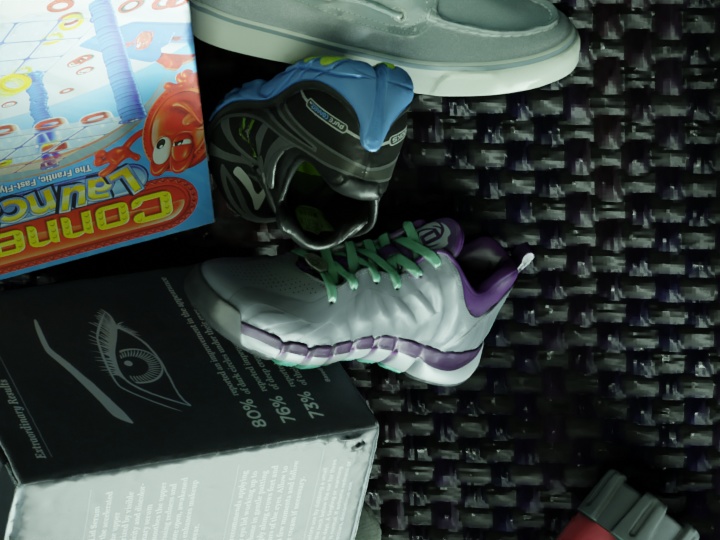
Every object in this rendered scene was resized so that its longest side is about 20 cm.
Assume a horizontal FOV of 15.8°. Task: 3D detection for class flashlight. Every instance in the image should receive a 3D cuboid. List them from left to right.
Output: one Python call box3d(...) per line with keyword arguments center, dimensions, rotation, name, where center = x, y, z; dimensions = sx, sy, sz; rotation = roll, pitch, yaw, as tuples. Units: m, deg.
box3d(center=(0.102, 0.205, 1.403), dimensions=(0.068, 0.068, 0.200), rotation=(37, 86, -26), name="flashlight")

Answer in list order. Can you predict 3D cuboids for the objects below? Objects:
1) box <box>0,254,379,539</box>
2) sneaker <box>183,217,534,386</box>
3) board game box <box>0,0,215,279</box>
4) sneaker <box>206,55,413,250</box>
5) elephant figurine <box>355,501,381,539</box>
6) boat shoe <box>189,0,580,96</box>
box3d(center=(-0.113, 0.085, 1.322), dimensions=(0.199, 0.148, 0.105), rotation=(-7, 130, -25), name="box")
box3d(center=(0.000, 0.000, 1.312), dimensions=(0.199, 0.074, 0.088), rotation=(9, 122, -47), name="sneaker")
box3d(center=(-0.178, -0.083, 1.257), dimensions=(0.199, 0.056, 0.196), rotation=(-16, 140, -10), name="board game box")
box3d(center=(-0.031, -0.050, 1.270), dimensions=(0.070, 0.083, 0.199), rotation=(11, 169, -18), name="sneaker")
box3d(center=(-0.054, 0.169, 1.436), dimensions=(0.154, 0.141, 0.201), rotation=(-7, 110, -22), name="elephant figurine")
box3d(center=(0.009, -0.136, 1.258), dimensions=(0.200, 0.070, 0.072), rotation=(10, 126, 7), name="boat shoe")
